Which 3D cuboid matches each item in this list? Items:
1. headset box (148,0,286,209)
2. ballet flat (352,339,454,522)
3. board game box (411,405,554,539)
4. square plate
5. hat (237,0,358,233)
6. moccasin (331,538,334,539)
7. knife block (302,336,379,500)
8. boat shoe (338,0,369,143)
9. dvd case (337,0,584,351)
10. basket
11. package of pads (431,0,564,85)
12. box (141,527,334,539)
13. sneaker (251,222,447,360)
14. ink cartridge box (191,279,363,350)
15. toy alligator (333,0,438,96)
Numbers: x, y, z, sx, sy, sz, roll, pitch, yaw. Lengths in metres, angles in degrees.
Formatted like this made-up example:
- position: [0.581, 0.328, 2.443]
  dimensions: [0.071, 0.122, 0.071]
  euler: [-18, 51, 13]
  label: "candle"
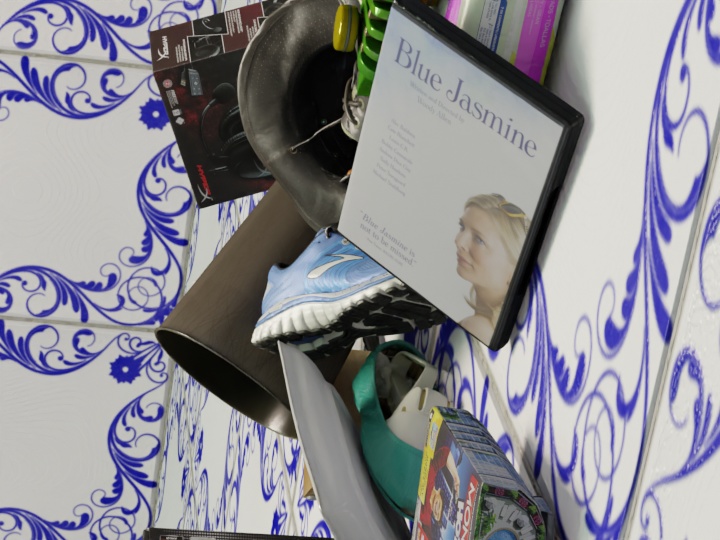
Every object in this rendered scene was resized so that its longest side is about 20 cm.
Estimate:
- position: [-0.068, -0.155, 1.750]
  dimensions: [0.077, 0.199, 0.149]
  euler: [-101, -3, -53]
  label: "headset box"
- position: [0.034, 0.105, 1.449]
  dimensions: [0.200, 0.067, 0.071]
  euler: [-111, 42, -64]
  label: "ballet flat"
- position: [0.074, 0.204, 1.172]
  dimensions: [0.200, 0.061, 0.201]
  euler: [-125, 41, -73]
  label: "board game box"
- position: [0.004, 0.170, 1.420]
  dimensions: [0.198, 0.028, 0.200]
  euler: [-107, -8, -56]
  label: "square plate"
- position: [0.010, -0.123, 1.518]
  dimensions: [0.081, 0.200, 0.201]
  euler: [-31, -44, -57]
  label: "hat"
- position: [0.008, 0.287, 1.493]
  dimensions: [0.074, 0.077, 0.202]
  euler: [84, 178, -49]
  label: "moccasin"
- position: [-0.007, 0.099, 1.671]
  dimensions: [0.200, 0.064, 0.176]
  euler: [123, 150, -69]
  label: "knife block"
- position: [0.018, -0.109, 1.399]
  dimensions: [0.072, 0.066, 0.201]
  euler: [-97, -15, -57]
  label: "boat shoe"
- position: [0.057, -0.058, 1.257]
  dimensions: [0.143, 0.018, 0.200]
  euler: [38, 138, 22]
  label: "dvd case"
- position: [-0.050, 0.009, 1.593]
  dimensions: [0.200, 0.136, 0.180]
  euler: [-58, -24, -14]
  label: "basket"
- position: [0.082, -0.187, 1.312]
  dimensions: [0.200, 0.068, 0.155]
  euler: [-102, 21, -61]
  label: "package of pads"
- position: [-0.074, 0.282, 1.567]
  dimensions: [0.044, 0.199, 0.161]
  euler: [104, 167, -46]
  label: "box"
- position: [0.000, 0.000, 1.439]
  dimensions: [0.200, 0.078, 0.089]
  euler: [-16, 64, 37]
  label: "sneaker"
- position: [-0.084, 0.061, 1.891]
  dimensions: [0.200, 0.146, 0.086]
  euler: [-175, 92, -80]
  label: "ink cartridge box"
- position: [0.024, -0.187, 1.273]
  dimensions: [0.054, 0.059, 0.200]
  euler: [-98, 19, -54]
  label: "toy alligator"
